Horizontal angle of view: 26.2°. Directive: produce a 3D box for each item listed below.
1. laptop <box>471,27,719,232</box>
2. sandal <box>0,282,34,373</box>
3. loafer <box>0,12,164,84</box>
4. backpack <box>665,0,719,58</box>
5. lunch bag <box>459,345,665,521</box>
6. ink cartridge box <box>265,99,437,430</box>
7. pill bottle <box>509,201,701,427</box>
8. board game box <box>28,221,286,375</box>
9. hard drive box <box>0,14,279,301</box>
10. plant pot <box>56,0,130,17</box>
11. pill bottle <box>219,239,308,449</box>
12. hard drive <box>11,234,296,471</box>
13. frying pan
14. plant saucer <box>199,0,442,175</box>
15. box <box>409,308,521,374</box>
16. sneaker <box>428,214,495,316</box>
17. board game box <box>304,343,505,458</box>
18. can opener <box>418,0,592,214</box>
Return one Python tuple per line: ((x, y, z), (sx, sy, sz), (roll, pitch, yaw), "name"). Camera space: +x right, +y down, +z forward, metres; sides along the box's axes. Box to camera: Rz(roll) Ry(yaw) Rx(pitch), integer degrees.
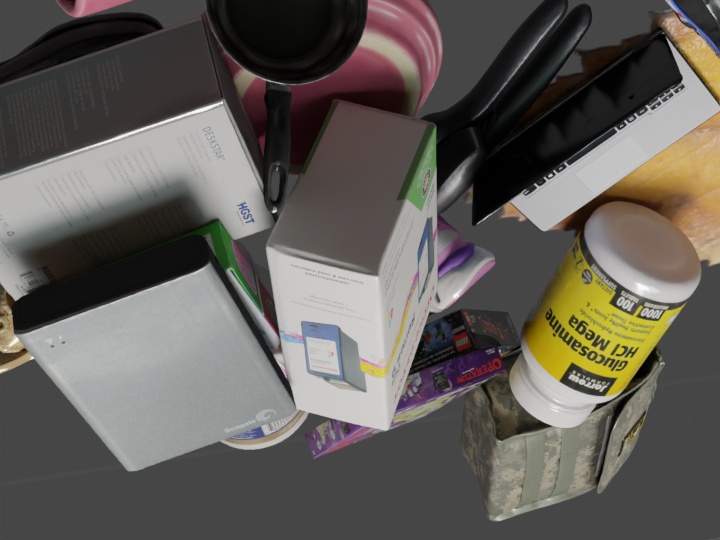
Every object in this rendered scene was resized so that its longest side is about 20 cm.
((0.192, -0.086, 1.219), (0.186, 0.117, 0.200), (-34, 140, 17), "laptop")
((-0.277, 0.037, 1.287), (0.209, 0.078, 0.071), (-11, 112, -1), "sandal")
((-0.226, -0.119, 1.081), (0.197, 0.064, 0.072), (-17, 143, 3), "loafer")
((0.269, -0.240, 1.023), (0.200, 0.155, 0.190), (-40, 146, 22), "backpack")
((0.209, 0.151, 1.560), (0.197, 0.119, 0.165), (-15, 145, -10), "lunch bag")
((0.000, 0.000, 1.147), (0.086, 0.146, 0.201), (14, 144, 12), "ink cartridge box")
((0.214, 0.046, 1.401), (0.111, 0.113, 0.201), (5, 132, -26), "pill bottle")
((-0.138, 0.050, 1.154), (0.151, 0.041, 0.200), (-20, 151, 4), "board game box")
((-0.171, -0.068, 1.060), (0.197, 0.078, 0.156), (-17, 148, 2), "hard drive box")
((-0.109, -0.260, 0.842), (0.177, 0.201, 0.201), (-22, 147, -16), "plant pot")
((-0.109, 0.060, 1.324), (0.109, 0.112, 0.201), (-15, 144, 1), "pill bottle")
((-0.139, 0.063, 1.086), (0.138, 0.033, 0.201), (-20, 143, 4), "hard drive")
((-0.040, -0.144, 1.037), (0.114, 0.193, 0.031), (-17, -179, -19), "frying pan")
((-0.033, -0.138, 1.137), (0.198, 0.051, 0.202), (-10, 143, -7), "plant saucer")
((0.061, 0.080, 1.402), (0.135, 0.038, 0.200), (-25, 171, 15), "box")
((0.035, 0.002, 1.337), (0.080, 0.089, 0.200), (-43, -178, -32), "sneaker")
((0.034, 0.115, 1.333), (0.119, 0.033, 0.200), (-14, 169, -22), "board game box")
((0.108, -0.129, 1.194), (0.063, 0.079, 0.200), (16, 122, -47), "can opener")
